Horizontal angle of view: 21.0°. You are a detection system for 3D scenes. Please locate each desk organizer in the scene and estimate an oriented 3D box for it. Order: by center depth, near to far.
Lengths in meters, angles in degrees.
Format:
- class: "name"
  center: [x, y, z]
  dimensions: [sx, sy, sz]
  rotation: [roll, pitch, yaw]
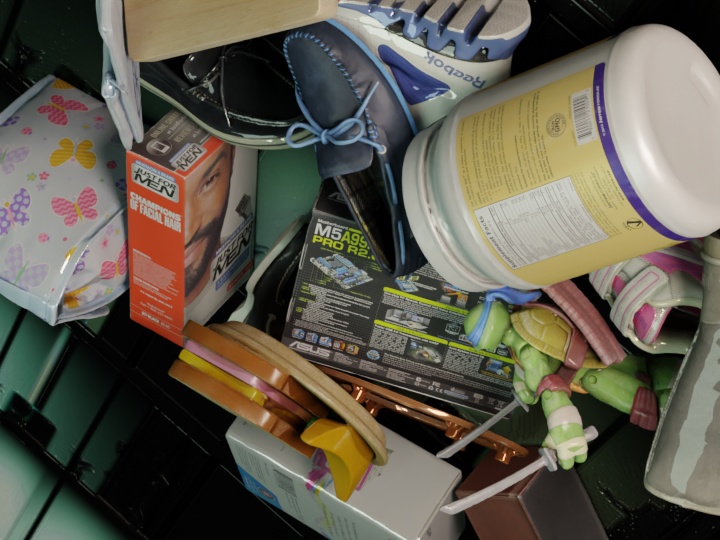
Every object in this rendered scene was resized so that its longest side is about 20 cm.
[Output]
- class: "desk organizer"
  center: [0.165, 0.247, 1.669]
  dimensions: [0.077, 0.072, 0.200]
  rotation: [-2, 123, 45]

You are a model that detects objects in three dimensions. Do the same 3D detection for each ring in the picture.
- class: "ring"
  center: [0.043, 0.121, 1.607]
  dimensions: [0.200, 0.019, 0.200]
  rotation: [22, 174, 2]

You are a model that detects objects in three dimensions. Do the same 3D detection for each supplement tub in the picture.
- class: "supplement tub"
  center: [0.142, -0.070, 1.312]
  dimensions: [0.200, 0.145, 0.146]
  rotation: [-19, 112, 38]

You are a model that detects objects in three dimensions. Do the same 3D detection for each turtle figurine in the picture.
- class: "turtle figurine"
  center: [0.159, 0.108, 1.445]
  dimensions: [0.193, 0.201, 0.144]
  rotation: [13, 166, -2]

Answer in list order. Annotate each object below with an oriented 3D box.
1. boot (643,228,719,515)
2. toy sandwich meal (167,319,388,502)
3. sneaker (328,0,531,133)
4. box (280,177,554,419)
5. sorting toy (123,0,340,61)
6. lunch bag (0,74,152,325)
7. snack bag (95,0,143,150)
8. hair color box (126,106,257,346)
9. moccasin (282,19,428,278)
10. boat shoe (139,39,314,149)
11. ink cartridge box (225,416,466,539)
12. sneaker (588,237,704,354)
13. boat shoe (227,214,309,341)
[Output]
- class: "boot"
  center: [0.294, 0.075, 1.316]
  dimensions: [0.181, 0.073, 0.201]
  rotation: [9, 107, 10]
- class: "toy sandwich meal"
  center: [-0.065, 0.114, 1.574]
  dimensions: [0.205, 0.070, 0.205]
  rotation: [35, 168, 9]
- class: "sneaker"
  center: [0.028, -0.159, 1.404]
  dimensions: [0.199, 0.081, 0.115]
  rotation: [21, 135, 24]
- class: "box"
  center: [0.047, 0.024, 1.525]
  dimensions: [0.199, 0.044, 0.161]
  rotation: [16, 132, 1]
- class: "sorting toy"
  center: [-0.082, -0.258, 1.356]
  dimensions: [0.200, 0.069, 0.200]
  rotation: [-6, 88, 44]
- class: "lunch bag"
  center: [-0.264, -0.049, 1.668]
  dimensions: [0.169, 0.200, 0.127]
  rotation: [26, 139, 20]
- class: "snack bag"
  center: [-0.184, -0.212, 1.434]
  dimensions: [0.021, 0.189, 0.200]
  rotation: [-4, 162, -1]
- class: "hair color box"
  center: [-0.141, -0.046, 1.633]
  dimensions: [0.064, 0.111, 0.200]
  rotation: [25, 139, 20]
- class: "moccasin"
  center: [0.002, -0.086, 1.384]
  dimensions: [0.080, 0.068, 0.200]
  rotation: [-15, 112, 53]
- class: "boat shoe"
  center: [-0.113, -0.155, 1.539]
  dimensions: [0.200, 0.075, 0.062]
  rotation: [29, 147, 25]
- class: "ink cartridge box"
  center: [-0.009, 0.188, 1.727]
  dimensions: [0.200, 0.085, 0.145]
  rotation: [30, 160, 18]
- class: "sneaker"
  center: [0.208, 0.005, 1.390]
  dimensions: [0.200, 0.088, 0.082]
  rotation: [29, 140, 18]
- class: "boat shoe"
  center: [-0.065, 0.023, 1.662]
  dimensions: [0.060, 0.074, 0.200]
  rotation: [39, 145, 6]
